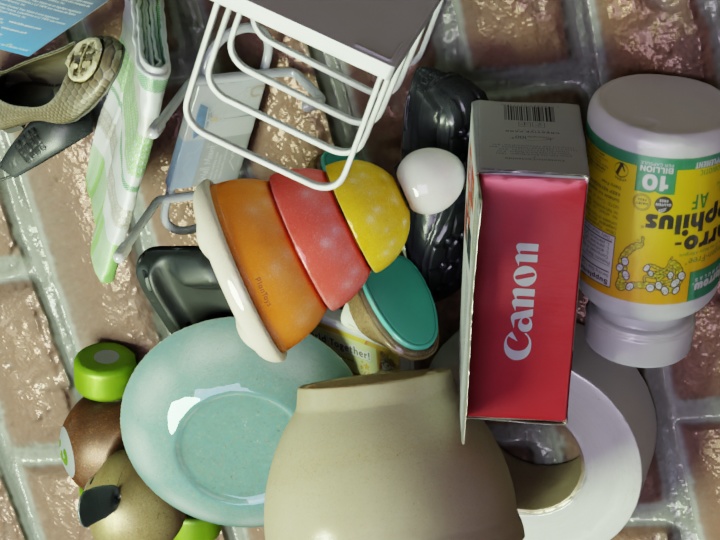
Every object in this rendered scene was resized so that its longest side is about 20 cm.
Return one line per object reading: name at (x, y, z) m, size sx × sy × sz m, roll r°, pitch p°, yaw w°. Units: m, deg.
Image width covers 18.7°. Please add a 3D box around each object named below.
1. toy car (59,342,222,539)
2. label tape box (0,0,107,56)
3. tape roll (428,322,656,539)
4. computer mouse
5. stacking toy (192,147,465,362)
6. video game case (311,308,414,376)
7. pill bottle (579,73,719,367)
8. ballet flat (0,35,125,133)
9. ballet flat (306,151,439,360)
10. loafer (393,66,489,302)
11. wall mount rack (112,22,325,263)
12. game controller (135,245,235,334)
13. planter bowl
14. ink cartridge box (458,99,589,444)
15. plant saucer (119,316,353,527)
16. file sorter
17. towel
toy car at (-0.204, 0.187, 1.841) m, size 0.157 × 0.200 × 0.165 m, roll 10°, pitch 121°, yaw 14°
label tape box at (-0.241, -0.245, 1.641) m, size 0.200 × 0.143 × 0.066 m, roll -32°, pitch 67°, yaw 29°
tape roll at (0.138, 0.136, 1.770) m, size 0.201 × 0.071 × 0.204 m, roll 8°, pitch 121°, yaw 14°
computer mouse at (-0.294, -0.089, 1.806) m, size 0.199 × 0.059 × 0.034 m, roll -27°, pitch 97°, yaw 34°
stacking toy at (-0.013, -0.032, 1.616) m, size 0.199 × 0.146 × 0.147 m, roll -23°, pitch 111°, yaw 3°
video game case at (-0.032, 0.107, 1.797) m, size 0.199 × 0.023 × 0.183 m, roll 20°, pitch 127°, yaw 37°
pill bottle at (0.216, -0.034, 1.620) m, size 0.112 × 0.113 × 0.201 m, roll 11°, pitch 121°, yaw 13°
ballet flat at (-0.249, -0.149, 1.713) m, size 0.046 × 0.068 × 0.200 m, roll 34°, pitch 156°, yaw -28°
ballet flat at (0.000, 0.000, 1.698) m, size 0.072 × 0.068 × 0.201 m, roll -53°, pitch 54°, yaw 43°
loafer at (0.061, -0.067, 1.692) m, size 0.070 × 0.068 × 0.201 m, roll 39°, pitch 140°, yaw 38°
wall mount rack at (-0.119, -0.087, 1.679) m, size 0.075 × 0.173 × 0.201 m, roll 47°, pitch 133°, yaw 35°
game controller at (-0.103, 0.059, 1.760) m, size 0.104 × 0.042 × 0.201 m, roll -7°, pitch 128°, yaw 34°
planter bowl at (0.017, 0.145, 1.645) m, size 0.199 × 0.200 × 0.136 m, roll -7°, pitch 92°, yaw 22°
ink cartridge box at (0.116, 0.003, 1.579) m, size 0.083 × 0.176 × 0.201 m, roll 3°, pitch 117°, yaw 1°
plant saucer at (-0.094, 0.132, 1.736) m, size 0.200 × 0.039 × 0.202 m, roll 0°, pitch 118°, yaw 1°
file sorter at (-0.026, -0.173, 1.577) m, size 0.138 × 0.200 × 0.125 m, roll 25°, pitch 128°, yaw 4°
towel at (-0.186, -0.111, 1.700) m, size 0.030 × 0.150 × 0.201 m, roll 9°, pitch 125°, yaw -15°
